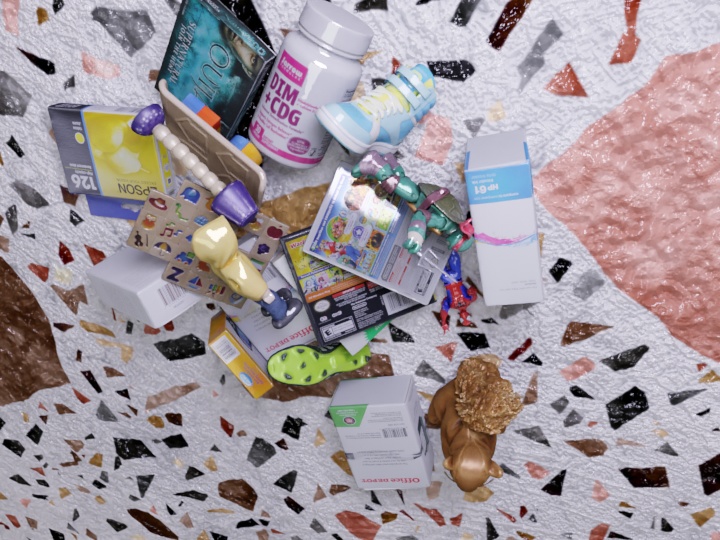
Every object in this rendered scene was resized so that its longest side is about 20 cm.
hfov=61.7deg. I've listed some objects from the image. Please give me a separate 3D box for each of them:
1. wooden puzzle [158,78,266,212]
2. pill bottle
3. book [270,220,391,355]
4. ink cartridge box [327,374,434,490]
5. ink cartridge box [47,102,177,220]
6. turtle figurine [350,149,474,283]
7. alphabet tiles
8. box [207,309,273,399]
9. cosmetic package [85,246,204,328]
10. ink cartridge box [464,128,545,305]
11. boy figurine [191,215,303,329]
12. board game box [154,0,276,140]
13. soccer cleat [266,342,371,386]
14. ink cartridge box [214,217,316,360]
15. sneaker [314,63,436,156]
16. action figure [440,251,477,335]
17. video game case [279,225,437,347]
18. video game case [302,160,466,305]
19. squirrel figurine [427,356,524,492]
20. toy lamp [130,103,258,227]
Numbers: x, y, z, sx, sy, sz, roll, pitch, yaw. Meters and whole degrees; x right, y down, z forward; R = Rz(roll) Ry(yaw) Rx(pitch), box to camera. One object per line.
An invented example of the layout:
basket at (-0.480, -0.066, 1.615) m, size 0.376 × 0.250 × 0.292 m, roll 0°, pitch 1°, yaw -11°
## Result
wooden puzzle at (-0.207, -0.172, 0.881) m, size 0.200 × 0.046 × 0.185 m, roll 44°, pitch 162°, yaw -1°
pill bottle at (-0.067, -0.249, 0.815) m, size 0.113 × 0.113 × 0.200 m, roll 29°, pitch 121°, yaw -2°
book at (-0.029, 0.018, 0.956) m, size 0.134 × 0.048 × 0.200 m, roll -42°, pitch 108°, yaw -7°
ink cartridge box at (0.043, 0.299, 1.107) m, size 0.146 × 0.084 × 0.200 m, roll -7°, pitch 116°, yaw 18°
ink cartridge box at (-0.395, -0.165, 0.979) m, size 0.197 × 0.047 × 0.200 m, roll 7°, pitch 118°, yaw 17°
turtle figurine at (0.080, -0.072, 0.793) m, size 0.101 × 0.150 × 0.200 m, roll -42°, pitch 79°, yaw 4°
alphabet tiles at (-0.232, -0.039, 0.894) m, size 0.200 × 0.008 × 0.167 m, roll 24°, pitch 115°, yaw -23°
box at (-0.204, 0.131, 1.020) m, size 0.041 × 0.200 × 0.119 m, roll -39°, pitch 104°, yaw -6°
cosmetic package at (-0.360, 0.021, 1.001) m, size 0.200 × 0.102 × 0.074 m, roll 13°, pitch 130°, yaw 45°
ink cartridge box at (0.198, -0.072, 0.826) m, size 0.084 × 0.145 × 0.200 m, roll -8°, pitch 116°, yaw 16°
boy figurine at (-0.167, 0.000, 0.855) m, size 0.064 × 0.124 × 0.200 m, roll -43°, pitch 130°, yaw -8°
board game box at (-0.208, -0.276, 0.840) m, size 0.135 × 0.028 × 0.200 m, roll 41°, pitch 143°, yaw -6°
soccer cleat at (-0.073, 0.154, 1.005) m, size 0.081 × 0.200 × 0.068 m, roll -24°, pitch 75°, yaw 51°
ink cartridge box at (-0.151, 0.036, 1.011) m, size 0.145 × 0.088 × 0.200 m, roll -29°, pitch 107°, yaw 27°
sneaker at (0.028, -0.218, 0.774) m, size 0.080 × 0.200 × 0.131 m, roll 48°, pitch 112°, yaw 9°
action figure at (0.136, 0.013, 0.919) m, size 0.065 × 0.099 × 0.200 m, roll -17°, pitch 116°, yaw 14°
video game case at (0.000, 0.000, 0.923) m, size 0.200 × 0.026 × 0.181 m, roll -21°, pitch 106°, yaw -7°
video game case at (0.035, -0.054, 0.875) m, size 0.200 × 0.018 × 0.143 m, roll 24°, pitch 93°, yaw -3°
squirrel figurine at (0.183, 0.252, 0.985) m, size 0.141 × 0.187 × 0.200 m, roll 14°, pitch 121°, yaw 7°
toy lamp at (-0.221, -0.140, 0.820) m, size 0.200 × 0.058 × 0.058 m, roll 46°, pitch 120°, yaw 0°
